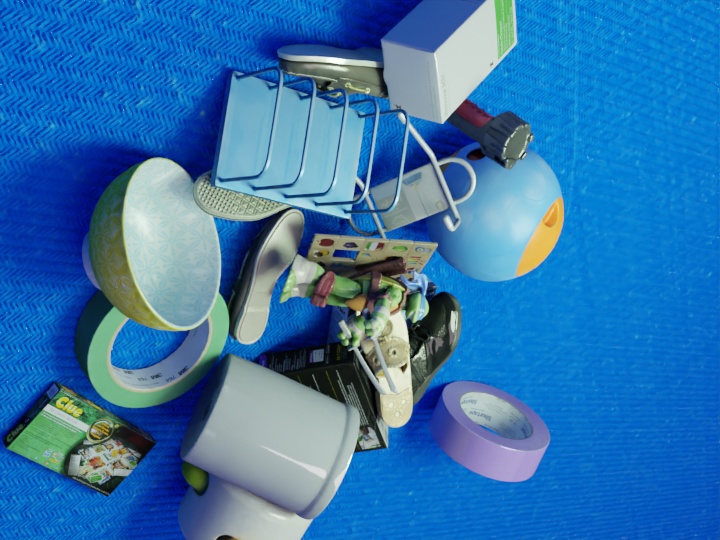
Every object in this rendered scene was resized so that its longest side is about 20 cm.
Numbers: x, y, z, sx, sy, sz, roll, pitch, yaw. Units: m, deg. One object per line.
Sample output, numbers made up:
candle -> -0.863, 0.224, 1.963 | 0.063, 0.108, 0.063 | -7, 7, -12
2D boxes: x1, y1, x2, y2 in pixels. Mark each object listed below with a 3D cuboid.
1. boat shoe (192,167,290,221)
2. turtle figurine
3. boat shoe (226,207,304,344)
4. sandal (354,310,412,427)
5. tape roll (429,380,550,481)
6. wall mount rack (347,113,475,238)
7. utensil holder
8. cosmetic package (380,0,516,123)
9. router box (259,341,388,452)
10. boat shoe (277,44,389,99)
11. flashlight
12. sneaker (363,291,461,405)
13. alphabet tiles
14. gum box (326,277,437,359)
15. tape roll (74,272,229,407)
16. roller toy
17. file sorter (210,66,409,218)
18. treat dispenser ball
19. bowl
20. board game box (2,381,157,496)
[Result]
boat shoe -> -0.129, -0.101, 1.330 | 0.199, 0.062, 0.075 | -15, 91, -41
turtle figurine -> -0.017, 0.070, 1.395 | 0.192, 0.144, 0.202 | 21, 105, -2
boat shoe -> -0.138, 0.000, 1.424 | 0.066, 0.057, 0.202 | 8, 109, -46
sandal -> 0.049, 0.134, 1.514 | 0.077, 0.070, 0.214 | -17, 110, -18
tape roll -> 0.220, 0.272, 1.803 | 0.199, 0.200, 0.066 | 2, 120, -40
wall mount rack -> 0.046, -0.117, 1.419 | 0.199, 0.175, 0.075 | -21, -171, 24
utensil holder -> -0.127, 0.227, 1.456 | 0.199, 0.170, 0.171 | 26, 105, -13
cosmetic package -> 0.115, -0.290, 1.341 | 0.200, 0.084, 0.108 | -50, 145, -33
router box -> -0.052, 0.197, 1.573 | 0.148, 0.051, 0.201 | -10, 131, 11
boat shoe -> -0.021, -0.245, 1.317 | 0.200, 0.072, 0.061 | -6, 119, -41
flashlight -> 0.146, -0.212, 1.384 | 0.068, 0.200, 0.068 | -37, 136, -13
sneaker -> 0.076, 0.121, 1.598 | 0.114, 0.076, 0.200 | 6, 121, -49
alphabet tiles -> 0.000, 0.000, 1.459 | 0.165, 0.008, 0.200 | 4, 156, -13
gum box -> 0.025, 0.114, 1.641 | 0.169, 0.045, 0.202 | -13, 128, -33
tape roll -> -0.269, 0.084, 1.374 | 0.199, 0.048, 0.202 | -21, 132, -26
roller toy -> -0.168, 0.357, 1.555 | 0.182, 0.200, 0.140 | 9, 116, -58
file sorter -> -0.056, -0.152, 1.266 | 0.199, 0.122, 0.140 | 12, 84, -35
treat dispenser ball -> 0.191, -0.086, 1.514 | 0.199, 0.201, 0.202 | -21, 132, -26
bowl -> -0.260, -0.023, 1.242 | 0.107, 0.202, 0.200 | -10, 144, 24
board game box -> -0.372, 0.229, 1.416 | 0.105, 0.023, 0.200 | -45, 138, 0
